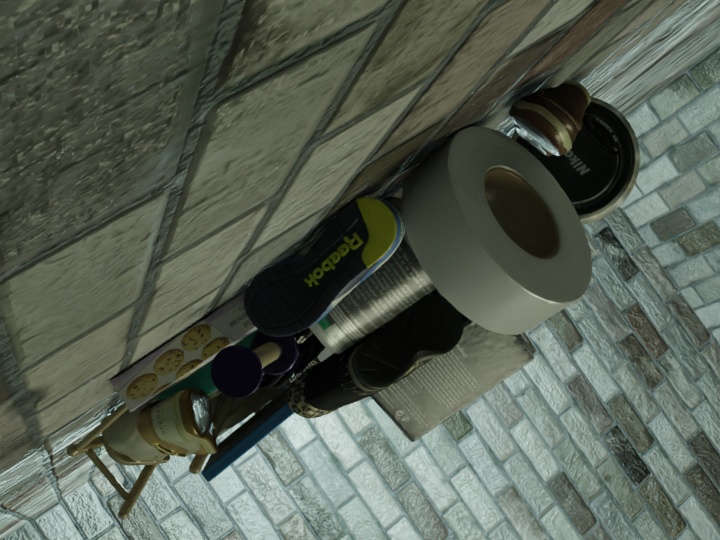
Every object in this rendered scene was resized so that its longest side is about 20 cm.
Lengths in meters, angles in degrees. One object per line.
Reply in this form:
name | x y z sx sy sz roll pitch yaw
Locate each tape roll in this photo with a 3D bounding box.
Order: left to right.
tape roll | 0.137 -0.041 0.900 0.071 0.203 0.202 -39 175 38

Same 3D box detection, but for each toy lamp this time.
toy lamp | -0.105 0.093 0.967 0.058 0.058 0.200 -35 178 10

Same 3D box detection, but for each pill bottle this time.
pill bottle | 0.024 -0.008 0.993 0.200 0.113 0.113 -34 177 6

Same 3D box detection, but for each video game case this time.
video game case | -0.142 0.211 1.213 0.143 0.018 0.200 -39 -179 -4

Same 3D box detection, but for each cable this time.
cable | -0.093 0.078 1.143 0.200 0.051 0.163 -18 -144 50

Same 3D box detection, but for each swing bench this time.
swing bench | -0.248 0.202 1.227 0.199 0.130 0.200 -38 -179 37

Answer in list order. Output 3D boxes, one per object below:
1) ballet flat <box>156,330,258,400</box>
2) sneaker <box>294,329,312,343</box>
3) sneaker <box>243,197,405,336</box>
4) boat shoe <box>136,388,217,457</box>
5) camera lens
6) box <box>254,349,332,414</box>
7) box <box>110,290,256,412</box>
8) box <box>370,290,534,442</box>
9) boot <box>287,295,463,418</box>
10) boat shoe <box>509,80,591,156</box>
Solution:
ballet flat | -0.162 0.100 1.106 0.200 0.071 0.071 -38 176 9
sneaker | -0.143 0.100 1.306 0.199 0.076 0.114 -18 161 25
sneaker | -0.031 -0.002 0.913 0.200 0.074 0.082 -35 179 24
boat shoe | -0.203 0.172 1.020 0.066 0.074 0.200 -13 162 -4
camera lens | 0.274 -0.140 1.189 0.160 0.160 0.200 -35 177 11
box | -0.109 0.126 1.459 0.200 0.086 0.164 -35 -166 -2
box | -0.166 0.076 0.958 0.200 0.041 0.039 -33 177 -10
box | 0.097 0.090 1.236 0.200 0.117 0.197 -36 -152 7
boot | 0.017 0.103 1.085 0.154 0.074 0.203 -31 177 43
boat shoe | 0.203 -0.170 0.957 0.075 0.075 0.202 -49 180 9
